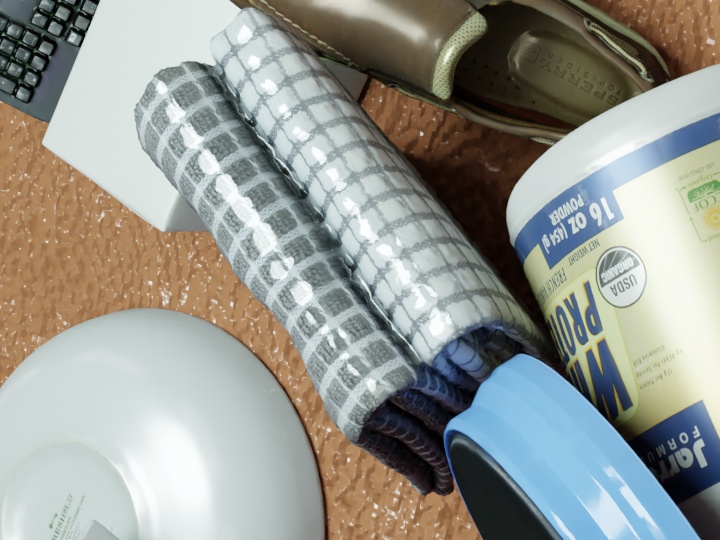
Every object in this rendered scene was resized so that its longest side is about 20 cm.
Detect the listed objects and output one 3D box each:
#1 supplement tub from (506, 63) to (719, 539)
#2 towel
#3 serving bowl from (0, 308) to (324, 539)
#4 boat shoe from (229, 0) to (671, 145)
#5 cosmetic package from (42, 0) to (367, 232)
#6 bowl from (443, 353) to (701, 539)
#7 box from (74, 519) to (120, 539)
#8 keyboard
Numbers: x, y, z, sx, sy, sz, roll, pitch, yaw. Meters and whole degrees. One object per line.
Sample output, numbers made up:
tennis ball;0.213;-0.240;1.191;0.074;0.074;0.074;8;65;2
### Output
supplement tub;0.153;0.035;0.979;0.144;0.144;0.201;-30;74;31
towel;0.000;0.000;1.047;0.085;0.200;0.166;-39;70;4
serving bowl;-0.115;0.119;1.210;0.199;0.066;0.201;1;92;33
boat shoe;0.034;-0.100;1.036;0.201;0.075;0.075;19;107;-7
cosmetic package;-0.045;-0.122;1.134;0.085;0.107;0.201;33;110;29
bowl;0.096;0.125;0.949;0.039;0.201;0.201;-32;69;-9
box;-0.118;0.223;1.182;0.144;0.036;0.200;36;122;-4
keyboard;-0.103;-0.157;1.186;0.127;0.021;0.201;25;104;-11
